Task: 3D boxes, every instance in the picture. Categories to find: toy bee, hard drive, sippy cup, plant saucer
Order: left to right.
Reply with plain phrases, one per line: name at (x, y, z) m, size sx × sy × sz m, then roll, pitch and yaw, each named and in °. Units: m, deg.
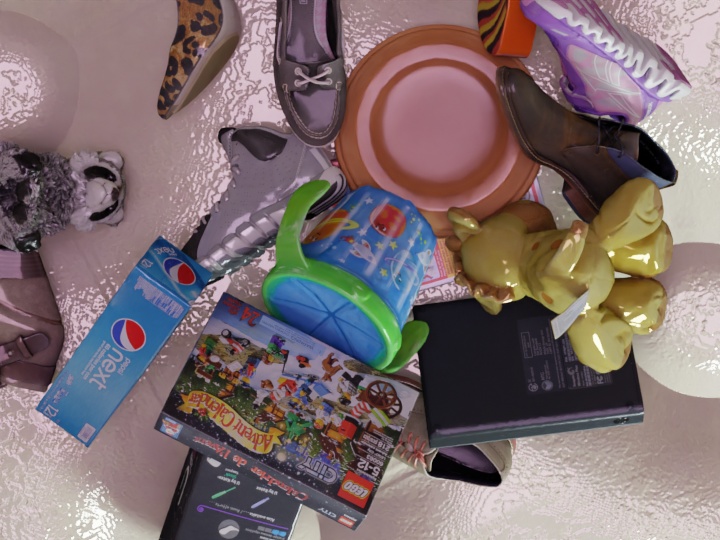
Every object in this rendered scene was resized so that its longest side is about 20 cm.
sippy cup at (0.000, 0.000, 1.665) m, size 0.139 × 0.178 × 0.131 m, roll 26°, pitch 60°, yaw 14°
plant saucer at (0.073, -0.131, 1.707) m, size 0.199 × 0.037 × 0.201 m, roll 0°, pitch 87°, yaw 4°
hard drive at (0.154, 0.086, 1.718) m, size 0.199 × 0.033 × 0.140 m, roll -7°, pitch 62°, yaw 1°
toy bee at (0.151, -0.301, 1.681) m, size 0.131 × 0.109 × 0.200 m, roll 24°, pitch 109°, yaw -34°

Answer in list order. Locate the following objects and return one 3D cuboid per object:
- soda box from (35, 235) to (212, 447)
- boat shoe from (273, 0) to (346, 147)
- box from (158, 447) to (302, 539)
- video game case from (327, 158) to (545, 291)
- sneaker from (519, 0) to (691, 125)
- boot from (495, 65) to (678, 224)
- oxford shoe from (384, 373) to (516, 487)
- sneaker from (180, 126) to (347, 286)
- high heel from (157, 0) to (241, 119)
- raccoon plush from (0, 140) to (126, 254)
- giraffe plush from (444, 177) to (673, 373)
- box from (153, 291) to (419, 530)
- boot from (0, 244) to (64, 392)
soda box at (-0.219, 0.066, 1.700) m, size 0.064 × 0.068 × 0.200 m, roll 37°, pitch 120°, yaw -5°
boat shoe at (-0.048, -0.215, 1.682) m, size 0.067 × 0.057 × 0.201 m, roll -3°, pitch 83°, yaw -1°
box at (-0.117, 0.218, 1.709) m, size 0.106 × 0.122 × 0.201 m, roll 16°, pitch 106°, yaw -9°
video game case at (0.072, -0.059, 1.743) m, size 0.199 × 0.017 × 0.144 m, roll -16°, pitch 97°, yaw 2°
sneaker at (0.209, -0.187, 1.671) m, size 0.200 × 0.081 × 0.088 m, roll 29°, pitch 117°, yaw -35°
boot at (0.204, -0.127, 1.661) m, size 0.097 × 0.075 × 0.200 m, roll -17°, pitch 135°, yaw 31°
oxford shoe at (0.051, 0.151, 1.735) m, size 0.199 × 0.075 × 0.071 m, roll 15°, pitch 115°, yaw 0°
sneaker at (-0.119, -0.070, 1.725) m, size 0.200 × 0.075 × 0.116 m, roll -32°, pitch 82°, yaw 5°
high heel at (-0.175, -0.253, 1.705) m, size 0.142 × 0.071 × 0.200 m, roll 33°, pitch 100°, yaw 9°
raccoon plush at (-0.312, -0.091, 1.728) m, size 0.200 × 0.134 × 0.097 m, roll 29°, pitch 115°, yaw 29°
giraffe plush at (0.165, -0.004, 1.661) m, size 0.162 × 0.200 × 0.173 m, roll 16°, pitch 114°, yaw 38°
box at (-0.063, 0.123, 1.624) m, size 0.199 × 0.038 × 0.137 m, roll 27°, pitch 56°, yaw -3°
boot at (-0.379, 0.049, 1.736) m, size 0.199 × 0.070 × 0.147 m, roll 2°, pitch 99°, yaw 1°
